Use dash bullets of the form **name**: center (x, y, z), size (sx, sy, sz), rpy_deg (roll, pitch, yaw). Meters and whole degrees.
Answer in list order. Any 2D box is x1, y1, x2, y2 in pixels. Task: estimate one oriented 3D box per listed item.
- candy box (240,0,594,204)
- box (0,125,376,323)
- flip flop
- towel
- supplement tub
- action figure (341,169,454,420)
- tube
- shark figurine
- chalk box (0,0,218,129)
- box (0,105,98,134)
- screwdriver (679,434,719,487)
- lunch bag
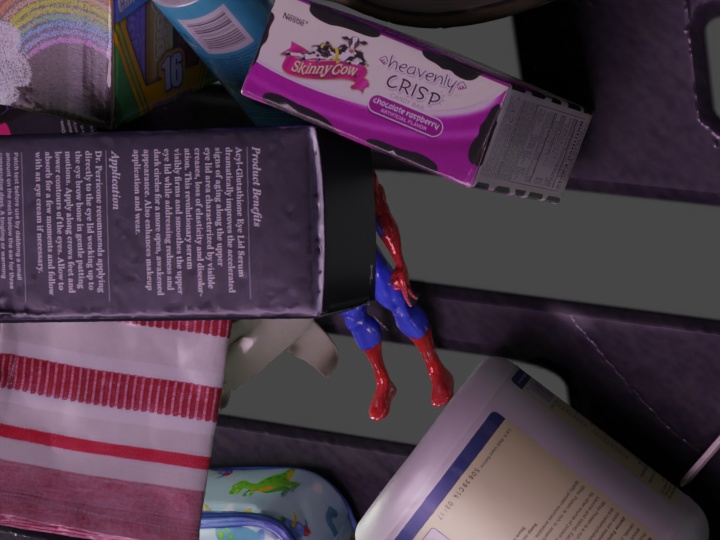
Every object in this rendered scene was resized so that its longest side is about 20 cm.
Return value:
- **candy box**: center (0.035, -0.090, 1.577), size (0.136, 0.200, 0.061), rpy_deg (23, 95, 15)
- **box**: center (-0.101, -0.026, 1.631), size (0.200, 0.148, 0.104), rpy_deg (-2, 91, 10)
- **flip flop**: center (0.021, -0.174, 1.616), size (0.200, 0.081, 0.058), rpy_deg (16, 113, 29)
- **towel**: center (-0.152, 0.058, 1.735), size (0.144, 0.023, 0.200), rpy_deg (9, 90, -7)
- **supplement tub**: center (0.114, 0.163, 1.741), size (0.200, 0.145, 0.145), rpy_deg (38, 133, 4)
- **action figure**: center (0.000, 0.000, 1.746), size (0.065, 0.052, 0.200), rpy_deg (-11, 120, 20)
- **tube**: center (-0.057, -0.118, 1.672), size (0.077, 0.050, 0.200), rpy_deg (12, 158, 30)
- **shark figurine**: center (-0.103, 0.040, 1.821), size (0.090, 0.214, 0.128), rpy_deg (57, 180, 37)
- **chalk box**: center (-0.156, -0.198, 1.654), size (0.124, 0.124, 0.200), rpy_deg (13, 112, 26)
- **box**: center (-0.264, -0.047, 1.770), size (0.122, 0.200, 0.106), rpy_deg (27, 136, 46)
- **screwdriver**: center (0.229, 0.065, 1.678), size (0.029, 0.028, 0.200), rpy_deg (21, 134, -21)
- **lunch bag**: center (-0.065, 0.229, 1.945), size (0.161, 0.082, 0.200), rpy_deg (-2, 119, 36)
